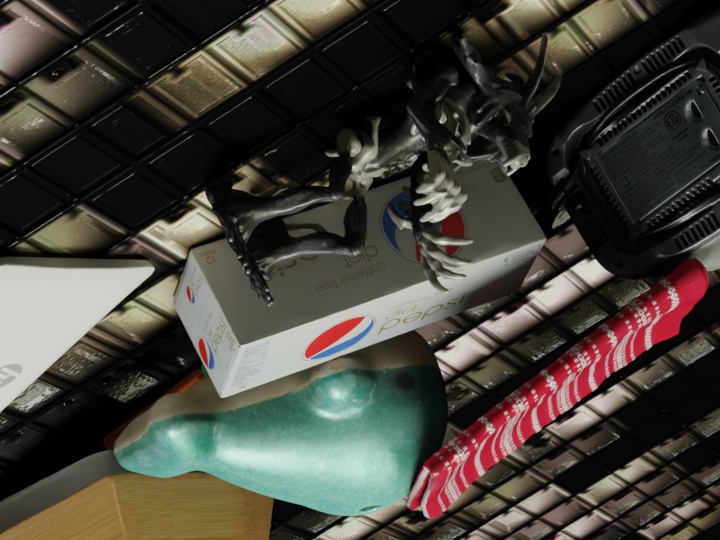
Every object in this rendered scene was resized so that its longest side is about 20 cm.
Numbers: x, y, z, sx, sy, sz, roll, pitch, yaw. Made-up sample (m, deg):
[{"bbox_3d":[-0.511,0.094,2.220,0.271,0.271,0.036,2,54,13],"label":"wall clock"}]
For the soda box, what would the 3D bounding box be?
[{"bbox_3d":[0.000,0.000,1.670,0.200,0.068,0.064,-19,157,-24],"label":"soda box"}]

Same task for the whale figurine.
[{"bbox_3d":[-0.040,0.099,1.733,0.200,0.104,0.159,-10,165,-33],"label":"whale figurine"}]

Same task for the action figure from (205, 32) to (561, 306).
[{"bbox_3d":[0.027,-0.045,1.557,0.200,0.102,0.119,-27,148,-2],"label":"action figure"}]

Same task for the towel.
[{"bbox_3d":[0.114,0.070,1.710,0.200,0.022,0.145,-37,170,-11],"label":"towel"}]

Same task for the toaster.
[{"bbox_3d":[0.203,-0.066,1.718,0.200,0.114,0.129,-39,159,26],"label":"toaster"}]

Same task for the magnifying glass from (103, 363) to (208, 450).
[{"bbox_3d":[-0.073,0.052,1.771,0.200,0.022,0.080,-38,158,18],"label":"magnifying glass"}]

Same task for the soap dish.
[{"bbox_3d":[-0.166,0.178,1.813,0.200,0.081,0.157,-30,161,31],"label":"soap dish"}]

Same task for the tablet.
[{"bbox_3d":[-0.212,0.054,1.601,0.200,0.014,0.130,-40,157,29],"label":"tablet"}]
